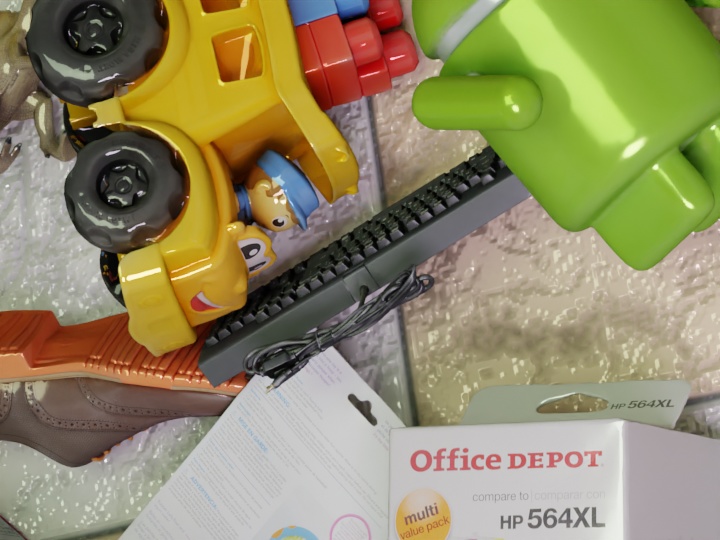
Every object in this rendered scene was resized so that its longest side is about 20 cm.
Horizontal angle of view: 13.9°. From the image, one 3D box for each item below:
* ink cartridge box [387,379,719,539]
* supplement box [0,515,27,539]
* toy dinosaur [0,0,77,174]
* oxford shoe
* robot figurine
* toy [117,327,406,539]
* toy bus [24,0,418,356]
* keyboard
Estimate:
[{"bbox_3d":[0.093,0.149,1.395,0.128,0.125,0.200,-4,81,29],"label":"ink cartridge box"},{"bbox_3d":[-0.277,0.145,1.614,0.200,0.103,0.101,39,101,29],"label":"supplement box"},{"bbox_3d":[-0.198,-0.095,1.644,0.101,0.058,0.200,51,121,42],"label":"toy dinosaur"},{"bbox_3d":[-0.130,0.065,1.578,0.200,0.071,0.073,3,117,23],"label":"oxford shoe"},{"bbox_3d":[0.105,-0.100,1.417,0.200,0.175,0.116,53,147,8],"label":"robot figurine"},{"bbox_3d":[-0.048,0.138,1.520,0.200,0.047,0.115,-48,66,12],"label":"toy"},{"bbox_3d":[-0.060,-0.077,1.514,0.192,0.136,0.200,-14,70,-1],"label":"toy bus"},{"bbox_3d":[0.000,0.000,1.479,0.200,0.127,0.021,-32,111,19],"label":"keyboard"}]
